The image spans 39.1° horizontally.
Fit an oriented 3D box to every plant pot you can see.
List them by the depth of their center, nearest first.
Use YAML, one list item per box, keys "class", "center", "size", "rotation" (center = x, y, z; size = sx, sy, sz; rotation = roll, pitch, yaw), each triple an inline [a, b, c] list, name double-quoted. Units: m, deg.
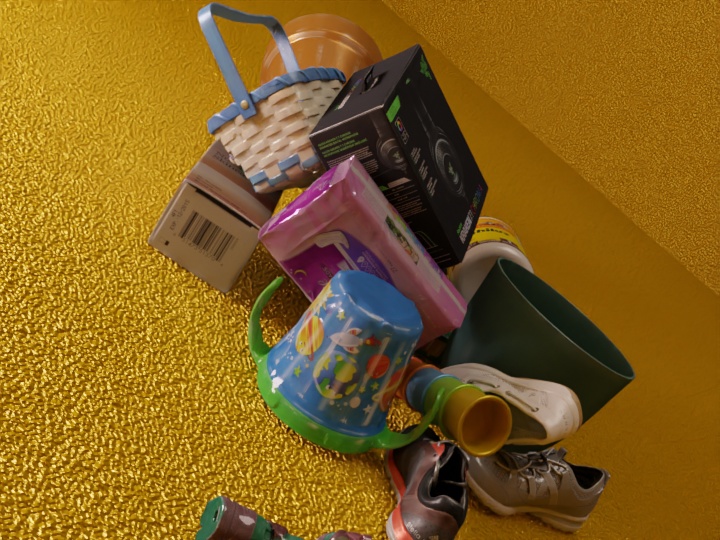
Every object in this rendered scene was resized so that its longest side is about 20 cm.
- class: "plant pot"
  center: [0.183, 0.112, 1.154]
  size: [0.200, 0.162, 0.201]
  rotation: [36, 14, -11]
- class: "plant pot"
  center: [-0.066, -0.262, 1.564]
  size: [0.199, 0.200, 0.184]
  rotation: [30, 37, -18]

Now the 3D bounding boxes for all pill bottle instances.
- class: "pill bottle"
  center: [0.170, -0.007, 1.364]
  size: [0.109, 0.110, 0.200]
  rotation: [34, 14, -8]

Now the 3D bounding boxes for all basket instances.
- class: "basket"
  center: [-0.095, -0.190, 1.105]
  size: [0.176, 0.138, 0.203]
  rotation: [-17, 87, -65]

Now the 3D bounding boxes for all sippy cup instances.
- class: "sippy cup"
  center: [-0.011, 0.076, 0.949]
  size: [0.176, 0.131, 0.140]
  rotation: [20, 22, -26]

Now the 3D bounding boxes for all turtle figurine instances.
- class: "turtle figurine"
  center: [-0.016, 0.223, 0.692]
  size: [0.198, 0.101, 0.150]
  rotation: [23, 24, -21]

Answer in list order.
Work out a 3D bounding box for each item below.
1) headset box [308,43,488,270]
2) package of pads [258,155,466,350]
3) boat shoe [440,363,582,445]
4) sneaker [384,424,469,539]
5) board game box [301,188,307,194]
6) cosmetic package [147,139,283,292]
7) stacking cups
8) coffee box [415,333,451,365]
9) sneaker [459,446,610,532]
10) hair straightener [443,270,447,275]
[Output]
- class: "headset box"
  center: [0.044, -0.121, 1.082]
  size: [0.202, 0.092, 0.175]
  rotation: [61, 29, -21]
- class: "package of pads"
  center: [0.003, 0.000, 1.015]
  size: [0.201, 0.120, 0.076]
  rotation: [51, 24, -16]
- class: "boat shoe"
  center: [0.126, 0.141, 1.041]
  size: [0.198, 0.072, 0.069]
  rotation: [-1, 14, 44]
- class: "sneaker"
  center: [0.074, 0.188, 0.927]
  size: [0.077, 0.082, 0.200]
  rotation: [32, 18, -11]
- class: "board game box"
  center: [0.006, -0.040, 1.249]
  size: [0.199, 0.030, 0.096]
  rotation: [31, 47, 13]
- class: "cosmetic package"
  center: [-0.150, -0.071, 1.118]
  size: [0.103, 0.088, 0.200]
  rotation: [32, 20, -10]
- class: "stacking cups"
  center: [0.079, 0.125, 1.024]
  size: [0.060, 0.061, 0.200]
  rotation: [27, 0, -25]
- class: "coffee box"
  center: [0.077, 0.062, 1.273]
  size: [0.198, 0.044, 0.123]
  rotation: [27, 22, -24]
- class: "sneaker"
  center: [0.178, 0.208, 1.061]
  size: [0.198, 0.082, 0.075]
  rotation: [22, 24, -36]
- class: "hair straightener"
  center: [0.094, 0.008, 1.443]
  size: [0.199, 0.041, 0.077]
  rotation: [39, 19, 17]
